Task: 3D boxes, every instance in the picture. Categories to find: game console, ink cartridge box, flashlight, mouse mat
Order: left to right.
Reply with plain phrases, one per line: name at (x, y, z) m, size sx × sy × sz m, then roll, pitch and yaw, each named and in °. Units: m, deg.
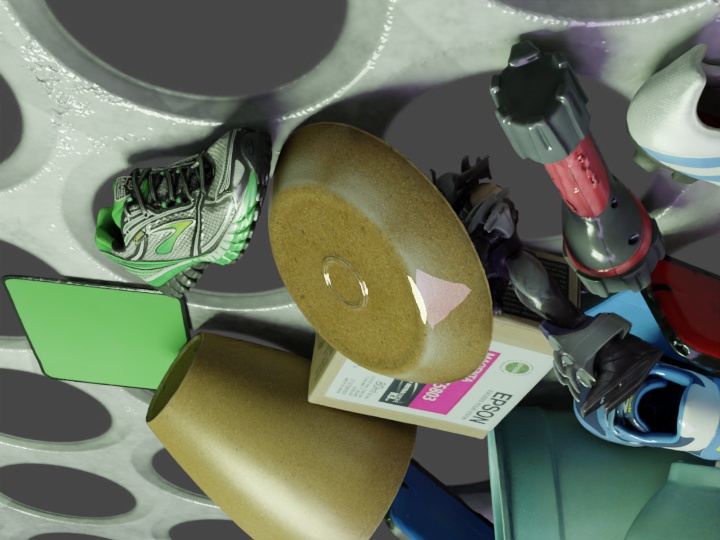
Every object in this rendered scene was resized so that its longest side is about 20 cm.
mouse mat at (-0.232, 0.062, 1.035) m, size 0.160 × 0.008 × 0.200 m, roll 6°, pitch 149°, yaw 1°
game console at (0.080, 0.303, 1.210) m, size 0.200 × 0.171 × 0.118 m, roll 39°, pitch 114°, yaw -10°
ink cartridge box at (0.060, 0.052, 0.899) m, size 0.164 × 0.076 × 0.200 m, roll 14°, pitch 147°, yaw -9°
flashlight at (0.139, -0.054, 0.713) m, size 0.067 × 0.068 × 0.200 m, roll 27°, pitch 169°, yaw 37°
game console at (0.265, 0.070, 0.856) m, size 0.199 × 0.173 × 0.119 m, roll 18°, pitch 120°, yaw -19°

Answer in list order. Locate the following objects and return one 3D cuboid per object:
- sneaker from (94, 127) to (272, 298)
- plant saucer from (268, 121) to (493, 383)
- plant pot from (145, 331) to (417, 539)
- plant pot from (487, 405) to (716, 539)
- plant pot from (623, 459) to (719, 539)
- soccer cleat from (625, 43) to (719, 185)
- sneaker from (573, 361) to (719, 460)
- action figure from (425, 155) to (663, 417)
sneaker at (-0.126, -0.041, 0.780) m, size 0.085 × 0.079 × 0.200 m, roll 24°, pitch 145°, yaw -25°
plant saucer at (0.000, 0.000, 0.750) m, size 0.200 × 0.035 × 0.201 m, roll 33°, pitch 142°, yaw 30°
plant pot at (-0.084, 0.147, 1.003) m, size 0.199 × 0.187 × 0.186 m, roll 33°, pitch 142°, yaw -16°
plant pot at (0.220, 0.210, 1.031) m, size 0.194 × 0.201 × 0.201 m, roll -5°, pitch 148°, yaw 3°
plant pot at (0.293, 0.220, 0.865) m, size 0.199 × 0.135 × 0.200 m, roll 8°, pitch 172°, yaw 1°
soccer cleat at (0.255, -0.073, 0.665) m, size 0.199 × 0.070 × 0.086 m, roll 15°, pitch 146°, yaw -14°
sneaker at (0.228, 0.105, 0.898) m, size 0.082 × 0.075 × 0.200 m, roll 14°, pitch 172°, yaw -26°
action figure at (0.105, 0.003, 0.737) m, size 0.069 × 0.200 × 0.130 m, roll -42°, pitch 157°, yaw 2°
